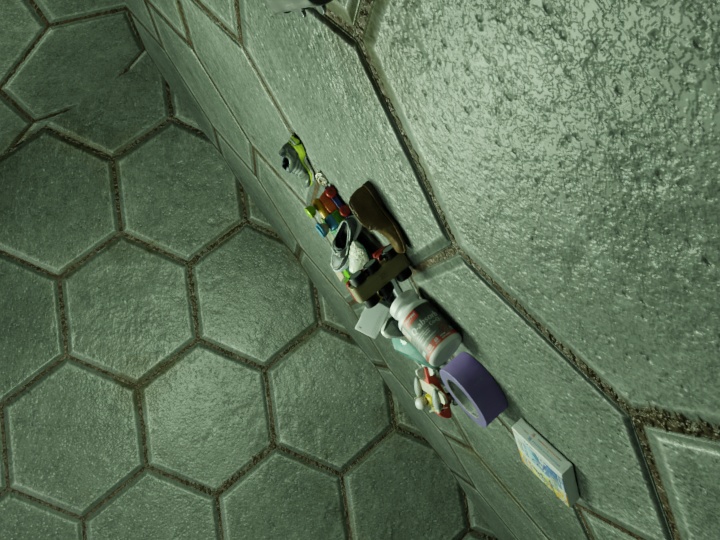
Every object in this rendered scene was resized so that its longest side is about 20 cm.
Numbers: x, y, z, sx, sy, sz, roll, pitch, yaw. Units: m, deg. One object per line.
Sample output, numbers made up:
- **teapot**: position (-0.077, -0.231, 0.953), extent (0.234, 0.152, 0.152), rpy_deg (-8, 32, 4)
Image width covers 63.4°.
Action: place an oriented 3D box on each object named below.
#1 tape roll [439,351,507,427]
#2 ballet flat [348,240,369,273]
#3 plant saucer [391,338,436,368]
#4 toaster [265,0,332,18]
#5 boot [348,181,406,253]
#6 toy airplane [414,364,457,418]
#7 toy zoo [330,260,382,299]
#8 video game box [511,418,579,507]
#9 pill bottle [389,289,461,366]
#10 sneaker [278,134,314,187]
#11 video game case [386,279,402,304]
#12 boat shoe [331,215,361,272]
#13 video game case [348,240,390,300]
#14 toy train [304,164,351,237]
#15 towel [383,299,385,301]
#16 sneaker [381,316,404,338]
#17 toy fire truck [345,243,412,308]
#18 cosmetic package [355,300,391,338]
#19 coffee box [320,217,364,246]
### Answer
- **tape roll**: position (0.319, 0.337, 1.656), extent (0.201, 0.084, 0.201), rpy_deg (51, 168, 15)
- **ballet flat**: position (0.000, 0.000, 1.762), extent (0.072, 0.071, 0.202), rpy_deg (43, 162, 40)
- **plant saucer**: position (0.186, 0.282, 1.957), extent (0.197, 0.037, 0.200), rpy_deg (27, 171, 4)
- **toaster**: position (-0.091, -0.473, 0.826), extent (0.180, 0.118, 0.202), rpy_deg (34, 158, 57)
- **boot**: position (0.043, -0.117, 1.463), extent (0.202, 0.075, 0.073), rpy_deg (55, 167, -10)
- **toy airplane**: position (0.250, 0.438, 2.101), extent (0.200, 0.140, 0.201), rpy_deg (47, 168, 29)
- **toy zoo**: position (-0.001, 0.038, 1.927), extent (0.197, 0.021, 0.132), rpy_deg (28, -166, -29)
- **video game box**: position (0.495, 0.514, 1.559), extent (0.182, 0.046, 0.202), rpy_deg (45, 166, 48)
- **pill bottle**: position (0.176, 0.155, 1.614), extent (0.200, 0.115, 0.117), rpy_deg (47, 167, 29)
- **sneaker**: position (-0.205, -0.330, 1.830), extent (0.074, 0.080, 0.202), rpy_deg (45, 166, 35)
- **video game case**: position (0.088, 0.052, 1.915), extent (0.202, 0.023, 0.181), rpy_deg (60, 167, -26)
- **boat shoe**: position (-0.057, -0.074, 1.758), extent (0.072, 0.067, 0.202), rpy_deg (42, 129, 22)
- **video game case**: position (0.015, -0.014, 1.842), extent (0.199, 0.025, 0.182), rpy_deg (41, 160, 25)
- **toy train**: position (-0.125, -0.208, 1.777), extent (0.201, 0.115, 0.085), rpy_deg (52, 169, 3)
- **towel**: position (0.021, 0.042, 2.102), extent (0.202, 0.048, 0.111), rpy_deg (58, 168, -16)
- **sneaker**: position (0.105, 0.194, 1.911), extent (0.076, 0.086, 0.199), rpy_deg (59, -160, 8)
- **toy fire truck**: position (0.038, 0.016, 1.618), extent (0.130, 0.175, 0.200), rpy_deg (55, 169, -18)
- **cosmetic package**: position (0.047, 0.153, 1.945), extent (0.080, 0.115, 0.200), rpy_deg (26, -176, 4)
- **coffee box**: position (-0.056, -0.115, 1.952), extent (0.199, 0.044, 0.124), rpy_deg (36, 160, 56)
